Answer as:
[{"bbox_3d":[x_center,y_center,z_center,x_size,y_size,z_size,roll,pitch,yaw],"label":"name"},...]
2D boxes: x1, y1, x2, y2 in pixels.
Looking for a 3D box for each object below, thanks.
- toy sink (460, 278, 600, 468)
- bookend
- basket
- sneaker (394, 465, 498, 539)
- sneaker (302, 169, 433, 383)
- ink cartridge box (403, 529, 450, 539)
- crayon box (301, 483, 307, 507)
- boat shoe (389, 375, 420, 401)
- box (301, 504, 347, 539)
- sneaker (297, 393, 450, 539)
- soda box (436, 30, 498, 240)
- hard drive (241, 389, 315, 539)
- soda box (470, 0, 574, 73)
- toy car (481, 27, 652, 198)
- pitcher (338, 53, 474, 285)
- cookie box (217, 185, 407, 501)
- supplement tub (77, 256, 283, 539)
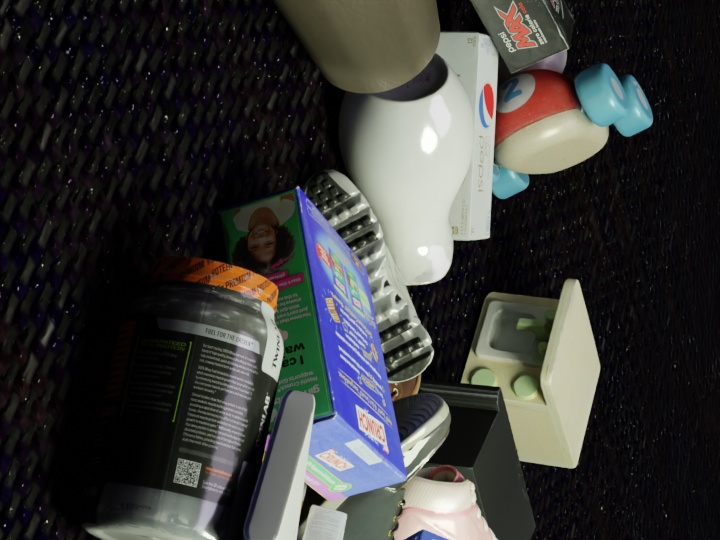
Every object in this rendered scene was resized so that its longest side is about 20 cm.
[{"bbox_3d":[0.180,0.105,2.175,0.200,0.111,0.131,67,35,-56],"label":"toy sink"},{"bbox_3d":[0.086,0.251,2.003,0.200,0.092,0.200,-61,145,-42],"label":"bookend"},{"bbox_3d":[-0.007,-0.250,1.649,0.181,0.135,0.200,-55,151,-19],"label":"basket"},{"bbox_3d":[0.100,0.243,1.881,0.199,0.075,0.105,23,82,-34],"label":"sneaker"},{"bbox_3d":[0.000,0.000,1.773,0.081,0.075,0.201,-89,156,-69],"label":"sneaker"},{"bbox_3d":[0.022,0.297,1.770,0.200,0.044,0.095,-41,-151,59],"label":"ink cartridge box"},{"bbox_3d":[-0.103,0.215,1.593,0.119,0.058,0.201,50,49,-58],"label":"crayon box"},{"bbox_3d":[0.000,0.115,1.802,0.200,0.070,0.071,-62,148,-44],"label":"boat shoe"},{"bbox_3d":[-0.056,0.309,1.636,0.145,0.036,0.201,-74,180,-50],"label":"box"},{"bbox_3d":[0.015,0.197,1.716,0.106,0.200,0.075,48,2,-26],"label":"sneaker"},{"bbox_3d":[0.091,-0.131,1.976,0.064,0.068,0.202,-3,96,-67],"label":"soda box"},{"bbox_3d":[-0.066,0.200,1.472,0.201,0.025,0.132,99,5,-49],"label":"hard drive"},{"bbox_3d":[0.132,-0.296,1.945,0.201,0.070,0.063,57,26,-23],"label":"soda box"},{"bbox_3d":[0.169,-0.204,2.084,0.177,0.184,0.201,5,60,-66],"label":"toy car"},{"bbox_3d":[0.042,-0.115,1.831,0.172,0.120,0.201,-91,178,-46],"label":"pitcher"},{"bbox_3d":[-0.038,0.062,1.614,0.171,0.075,0.201,49,26,-59],"label":"cookie box"},{"bbox_3d":[-0.124,0.099,1.444,0.123,0.122,0.201,42,57,-62],"label":"supplement tub"}]
